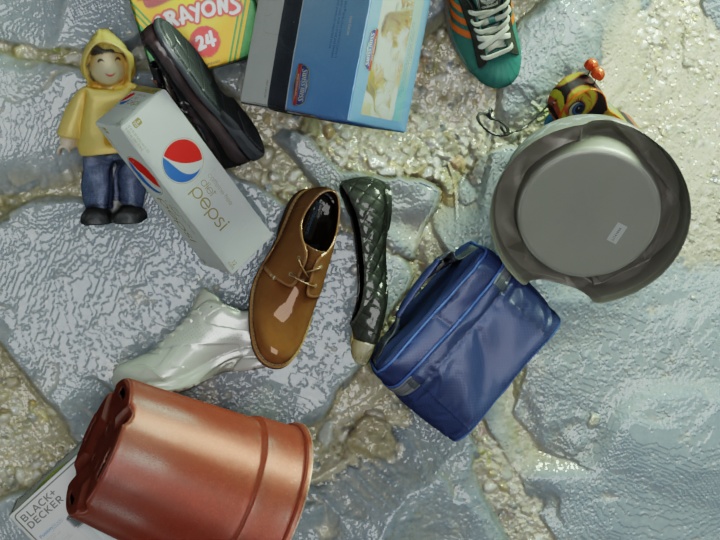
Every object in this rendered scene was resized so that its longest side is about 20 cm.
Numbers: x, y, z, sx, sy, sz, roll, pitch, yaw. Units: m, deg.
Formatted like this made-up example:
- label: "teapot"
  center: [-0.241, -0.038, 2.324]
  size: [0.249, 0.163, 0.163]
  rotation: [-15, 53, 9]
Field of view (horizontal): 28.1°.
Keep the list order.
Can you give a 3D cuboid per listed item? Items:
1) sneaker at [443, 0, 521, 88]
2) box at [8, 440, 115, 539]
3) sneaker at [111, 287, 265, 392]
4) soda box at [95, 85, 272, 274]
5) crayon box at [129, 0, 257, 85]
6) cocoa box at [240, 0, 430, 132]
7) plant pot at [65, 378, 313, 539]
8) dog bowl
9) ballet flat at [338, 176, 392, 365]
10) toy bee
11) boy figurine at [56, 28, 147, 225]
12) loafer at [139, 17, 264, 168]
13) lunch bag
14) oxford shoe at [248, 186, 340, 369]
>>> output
- label: "sneaker"
  center: [0.124, -0.275, 1.488]
  size: [0.071, 0.080, 0.201]
  rotation: [-22, 114, -2]
- label: "box"
  center: [-0.268, 0.290, 1.553]
  size: [0.117, 0.060, 0.200]
  rotation: [-40, 99, 1]
- label: "sneaker"
  center: [-0.173, 0.072, 1.532]
  size: [0.199, 0.078, 0.100]
  rotation: [-16, 92, -12]
- label: "soda box"
  center: [-0.178, -0.092, 1.470]
  size: [0.064, 0.068, 0.200]
  rotation: [-45, 119, -17]
- label: "crayon box"
  center: [-0.181, -0.304, 1.486]
  size: [0.127, 0.051, 0.201]
  rotation: [-17, 98, -2]
- label: "cocoa box"
  center: [-0.018, -0.249, 1.443]
  size: [0.131, 0.133, 0.201]
  rotation: [14, 97, 27]
- label: "plant pot"
  center: [-0.180, 0.212, 1.461]
  size: [0.195, 0.201, 0.201]
  rotation: [26, 95, -19]
- label: "dog bowl"
  center: [0.228, -0.066, 1.448]
  size: [0.199, 0.059, 0.201]
  rotation: [1, 119, 2]
- label: "ballet flat"
  center: [0.000, 0.000, 1.535]
  size: [0.057, 0.066, 0.201]
  rotation: [2, 90, -13]
- label: "toy bee"
  center: [0.237, -0.158, 1.489]
  size: [0.131, 0.200, 0.109]
  rotation: [51, 121, 29]
- label: "boy figurine"
  center: [-0.253, -0.149, 1.494]
  size: [0.124, 0.064, 0.201]
  rotation: [1, 101, -4]
- label: "loafer"
  center: [-0.170, -0.169, 1.461]
  size: [0.063, 0.072, 0.200]
  rotation: [-27, 135, 13]
- label: "lunch bag"
  center: [0.105, 0.060, 1.516]
  size: [0.132, 0.136, 0.200]
  rotation: [40, 90, -10]
- label: "oxford shoe"
  center: [-0.067, 0.004, 1.498]
  size: [0.071, 0.071, 0.201]
  rotation: [17, 79, -19]
